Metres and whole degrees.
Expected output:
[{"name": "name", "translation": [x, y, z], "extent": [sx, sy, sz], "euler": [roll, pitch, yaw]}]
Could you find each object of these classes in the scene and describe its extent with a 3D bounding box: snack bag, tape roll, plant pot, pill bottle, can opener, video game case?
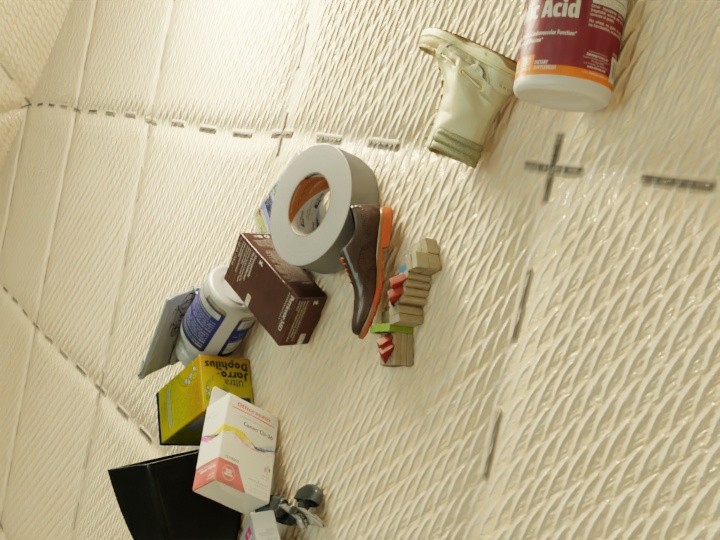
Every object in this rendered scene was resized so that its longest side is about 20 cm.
[{"name": "snack bag", "translation": [-0.352, 0.112, 1.630], "extent": [0.021, 0.200, 0.191], "euler": [29, 108, 14]}, {"name": "tape roll", "translation": [-0.061, -0.099, 1.340], "extent": [0.198, 0.066, 0.204], "euler": [-18, 65, 41]}, {"name": "plant pot", "translation": [-0.329, 0.430, 1.518], "extent": [0.198, 0.198, 0.181], "euler": [-22, 76, 49]}, {"name": "pill bottle", "translation": [0.246, -0.295, 0.944], "extent": [0.113, 0.113, 0.204], "euler": [10, 90, 54]}, {"name": "pill bottle", "translation": [-0.274, 0.099, 1.565], "extent": [0.201, 0.118, 0.121], "euler": [-53, 44, 33]}, {"name": "can opener", "translation": [-0.120, 0.389, 1.360], "extent": [0.198, 0.053, 0.067], "euler": [-13, 38, 50]}, {"name": "video game case", "translation": [-0.125, -0.082, 1.485], "extent": [0.182, 0.022, 0.202], "euler": [-50, 47, 35]}]

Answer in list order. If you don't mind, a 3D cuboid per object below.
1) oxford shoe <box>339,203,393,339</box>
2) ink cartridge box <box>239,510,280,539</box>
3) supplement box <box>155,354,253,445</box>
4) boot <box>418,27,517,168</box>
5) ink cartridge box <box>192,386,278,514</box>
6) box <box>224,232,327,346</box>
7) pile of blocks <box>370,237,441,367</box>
[{"name": "oxford shoe", "translation": [0.000, 0.000, 1.234], "extent": [0.071, 0.071, 0.204], "euler": [128, 151, -78]}, {"name": "ink cartridge box", "translation": [-0.160, 0.518, 1.340], "extent": [0.201, 0.043, 0.175], "euler": [113, 146, -44]}, {"name": "supplement box", "translation": [-0.301, 0.253, 1.577], "extent": [0.199, 0.107, 0.111], "euler": [-38, 54, 43]}, {"name": "boot", "translation": [0.124, -0.240, 1.135], "extent": [0.200, 0.072, 0.158], "euler": [39, 111, 44]}, {"name": "ink cartridge box", "translation": [-0.207, 0.293, 1.402], "extent": [0.067, 0.116, 0.202], "euler": [-33, 39, 33]}, {"name": "box", "translation": [-0.150, 0.030, 1.422], "extent": [0.200, 0.074, 0.101], "euler": [43, 120, 36]}, {"name": "pile of blocks", "translation": [0.051, 0.046, 1.179], "extent": [0.082, 0.061, 0.203], "euler": [27, 104, 53]}]
